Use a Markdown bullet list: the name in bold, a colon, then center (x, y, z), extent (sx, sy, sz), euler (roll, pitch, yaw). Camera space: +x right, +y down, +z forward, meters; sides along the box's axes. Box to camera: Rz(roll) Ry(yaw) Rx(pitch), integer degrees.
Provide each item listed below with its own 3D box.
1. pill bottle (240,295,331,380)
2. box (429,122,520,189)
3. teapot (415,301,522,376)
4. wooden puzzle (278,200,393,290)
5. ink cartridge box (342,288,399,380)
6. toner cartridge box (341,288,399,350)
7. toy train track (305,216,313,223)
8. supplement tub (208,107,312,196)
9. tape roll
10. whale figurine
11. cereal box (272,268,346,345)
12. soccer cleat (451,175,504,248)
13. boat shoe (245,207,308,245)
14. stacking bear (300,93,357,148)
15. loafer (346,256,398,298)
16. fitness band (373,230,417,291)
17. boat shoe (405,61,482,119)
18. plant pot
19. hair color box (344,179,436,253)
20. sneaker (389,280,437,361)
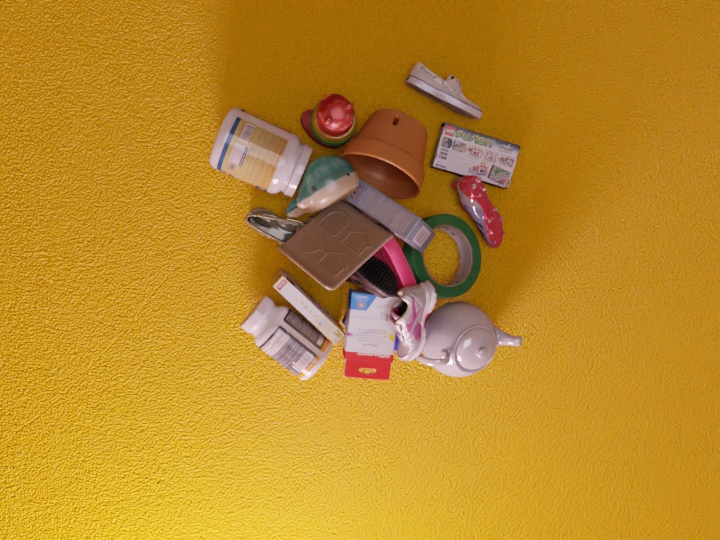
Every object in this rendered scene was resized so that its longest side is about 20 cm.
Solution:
- **pill bottle**: center (-0.174, 0.156, 1.534), extent (0.200, 0.116, 0.116), euler (40, 90, -9)
- **box**: center (0.279, -0.277, 1.589), extent (0.200, 0.035, 0.110), euler (15, 94, -9)
- **teapot**: center (0.247, 0.175, 1.558), extent (0.197, 0.146, 0.200), euler (40, 87, -28)
- **wooden puzzle**: center (-0.054, -0.055, 1.460), extent (0.200, 0.185, 0.046), euler (-40, 145, -19)
- **ink cartridge box**: center (0.021, 0.149, 1.540), extent (0.116, 0.067, 0.200), euler (6, 96, -8)
- **toner cartridge box**: center (0.064, 0.131, 1.600), extent (0.200, 0.043, 0.095), euler (28, 91, -10)
- **toy train track**: center (-0.042, -0.066, 1.561), extent (0.200, 0.033, 0.115), euler (34, 104, 2)
- **supplement tub**: center (-0.221, -0.260, 1.465), extent (0.200, 0.145, 0.145), euler (24, 93, -9)
- **tape roll**: center (0.196, -0.034, 1.562), extent (0.200, 0.048, 0.201), euler (3, 84, -28)
- **whale figurine**: center (-0.098, -0.188, 1.471), extent (0.159, 0.200, 0.104), euler (-33, 96, -45)
- **cereal box**: center (-0.122, 0.082, 1.518), extent (0.040, 0.144, 0.200), euler (-45, 101, -1)
- **soccer cleat**: center (0.289, -0.143, 1.599), extent (0.067, 0.076, 0.200), euler (-45, 119, -31)
- **boat shoe**: center (-0.170, -0.089, 1.521), extent (0.200, 0.063, 0.073), euler (25, 102, -4)
- **stacking bear**: center (-0.059, -0.337, 1.449), extent (0.121, 0.200, 0.114), euler (-29, 96, -4)
- **loafer**: center (0.000, 0.000, 1.514), extent (0.200, 0.071, 0.073), euler (38, 53, 14)
- **fitness band**: center (0.076, -0.011, 1.530), extent (0.037, 0.144, 0.200), euler (-30, 110, -10)
- **boat shoe**: center (0.208, -0.428, 1.549), extent (0.200, 0.071, 0.070), euler (27, 95, -3)
- **plant pot**: center (0.066, -0.272, 1.493), extent (0.200, 0.200, 0.140), euler (25, 75, -10)
- **hair color box**: center (0.066, -0.125, 1.490), extent (0.200, 0.099, 0.061), euler (37, 91, 33)
- **sneaker**: center (0.103, 0.114, 1.478), extent (0.088, 0.081, 0.200), euler (2, 112, -21)
